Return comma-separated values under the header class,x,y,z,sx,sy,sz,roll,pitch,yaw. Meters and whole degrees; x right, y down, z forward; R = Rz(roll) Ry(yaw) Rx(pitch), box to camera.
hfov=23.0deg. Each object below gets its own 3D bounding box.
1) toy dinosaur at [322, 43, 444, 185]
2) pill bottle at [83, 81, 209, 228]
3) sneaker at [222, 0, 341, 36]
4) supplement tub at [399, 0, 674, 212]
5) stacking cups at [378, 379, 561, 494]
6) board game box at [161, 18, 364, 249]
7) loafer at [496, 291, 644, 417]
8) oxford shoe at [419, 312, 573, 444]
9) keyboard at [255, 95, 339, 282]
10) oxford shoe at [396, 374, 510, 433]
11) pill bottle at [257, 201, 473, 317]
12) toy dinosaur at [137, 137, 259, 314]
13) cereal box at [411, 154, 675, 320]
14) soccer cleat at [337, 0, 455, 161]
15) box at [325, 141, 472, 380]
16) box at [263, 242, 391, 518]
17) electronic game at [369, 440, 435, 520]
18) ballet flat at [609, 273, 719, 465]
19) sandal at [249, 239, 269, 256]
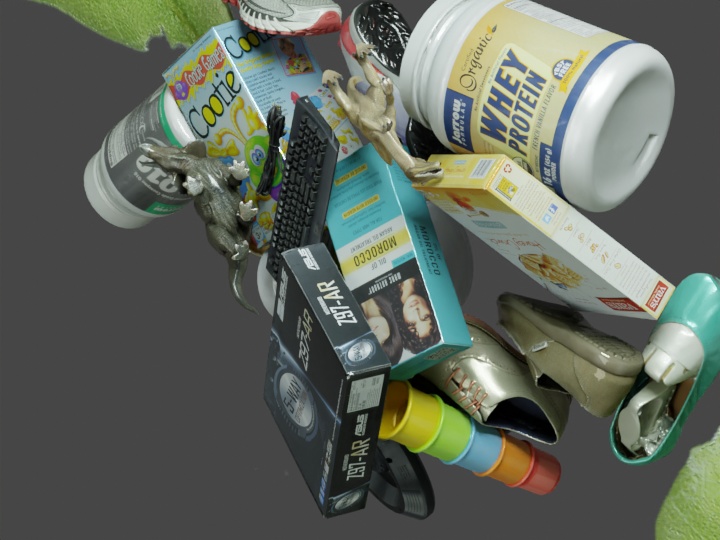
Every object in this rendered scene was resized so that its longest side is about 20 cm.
class,x,y,z,sx,sy,sz,roll,pitch,yaw
toy dinosaur,0.004,-0.139,1.527,0.200,0.058,0.101,56,170,49
pill bottle,-0.202,-0.124,1.853,0.200,0.113,0.113,-32,85,47
sneaker,-0.087,-0.279,1.683,0.200,0.078,0.082,38,125,40
supplement tub,0.146,-0.148,1.487,0.200,0.144,0.145,27,125,33
stacking cups,0.102,0.159,1.653,0.060,0.200,0.061,-32,45,40
board game box,-0.088,-0.142,1.743,0.103,0.105,0.200,-33,84,47
loafer,0.173,0.072,1.568,0.200,0.076,0.068,36,110,63
oxford shoe,0.105,0.096,1.621,0.200,0.074,0.071,22,129,-7
keyboard,-0.066,-0.074,1.635,0.127,0.021,0.200,55,144,40
oxford shoe,0.059,0.123,1.689,0.200,0.085,0.073,23,153,-11
pill bottle,0.000,0.000,1.705,0.200,0.111,0.112,-8,103,39
toy dinosaur,-0.132,-0.056,1.707,0.200,0.077,0.102,57,172,-7
cereal box,0.153,-0.028,1.502,0.200,0.040,0.144,36,169,-20
soccer cleat,0.043,-0.153,1.649,0.200,0.068,0.073,61,153,4
box,0.027,-0.009,1.581,0.082,0.049,0.200,-29,69,30
box,-0.033,0.101,1.610,0.200,0.043,0.160,100,150,-44
electronic game,0.010,0.167,1.791,0.200,0.042,0.200,50,163,22
ballet flat,0.266,0.096,1.537,0.067,0.070,0.200,34,129,25
sandal,-0.090,-0.038,1.817,0.212,0.070,0.078,57,136,8
